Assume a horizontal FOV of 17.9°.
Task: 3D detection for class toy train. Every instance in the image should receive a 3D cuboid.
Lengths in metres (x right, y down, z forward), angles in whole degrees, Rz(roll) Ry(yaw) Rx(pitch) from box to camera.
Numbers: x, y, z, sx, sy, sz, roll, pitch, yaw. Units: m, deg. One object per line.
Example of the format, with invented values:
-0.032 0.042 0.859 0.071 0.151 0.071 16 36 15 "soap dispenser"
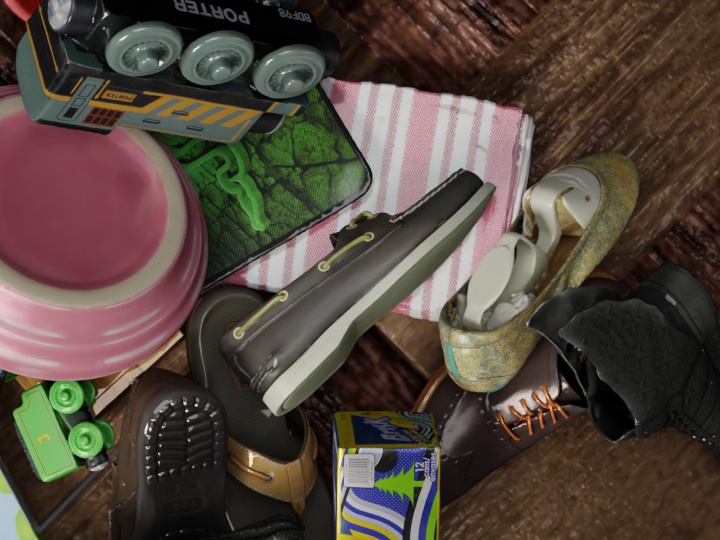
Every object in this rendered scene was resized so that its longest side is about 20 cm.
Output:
-0.213 0.038 1.420 0.056 0.042 0.200 -25 86 7 "toy train"
-0.111 -0.129 1.376 0.200 0.114 0.085 6 53 -38 "toy train"

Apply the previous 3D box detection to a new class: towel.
0.005 -0.048 1.476 0.199 0.030 0.147 9 84 2 "towel"

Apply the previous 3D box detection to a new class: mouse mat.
-0.104 -0.097 1.466 0.161 0.008 0.200 -31 77 1 "mouse mat"

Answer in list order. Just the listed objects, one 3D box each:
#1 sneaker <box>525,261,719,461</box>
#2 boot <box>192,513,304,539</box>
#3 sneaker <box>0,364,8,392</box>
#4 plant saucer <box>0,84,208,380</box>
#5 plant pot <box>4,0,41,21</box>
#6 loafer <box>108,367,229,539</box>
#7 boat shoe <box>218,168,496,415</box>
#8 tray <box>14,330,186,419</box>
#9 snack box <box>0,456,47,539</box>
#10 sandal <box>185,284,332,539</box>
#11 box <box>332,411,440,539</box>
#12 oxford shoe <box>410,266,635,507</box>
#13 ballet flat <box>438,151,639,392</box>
0.179 0.073 1.403 0.104 0.060 0.200 -42 127 -20 "sneaker"
-0.106 0.247 1.390 0.157 0.079 0.211 -8 130 -17 "boot"
-0.300 0.042 1.391 0.200 0.090 0.079 26 101 29 "sneaker"
-0.184 -0.033 1.385 0.200 0.051 0.201 11 58 -18 "plant saucer"
-0.135 -0.260 1.410 0.200 0.201 0.178 -10 67 -3 "plant pot"
-0.119 0.145 1.412 0.073 0.071 0.200 -1 119 -23 "loafer"
0.000 0.000 1.415 0.061 0.072 0.201 43 75 12 "boat shoe"
-0.215 0.001 1.459 0.099 0.037 0.200 -43 87 -5 "tray"
-0.300 0.193 1.431 0.200 0.053 0.142 -29 87 -4 "snack box"
-0.056 0.104 1.432 0.082 0.055 0.201 -9 85 -29 "sandal"
0.014 0.191 1.402 0.064 0.070 0.201 1 105 -3 "box"
0.098 0.078 1.434 0.200 0.073 0.071 -47 115 -4 "oxford shoe"
0.111 -0.014 1.425 0.071 0.071 0.200 35 66 1 "ballet flat"
